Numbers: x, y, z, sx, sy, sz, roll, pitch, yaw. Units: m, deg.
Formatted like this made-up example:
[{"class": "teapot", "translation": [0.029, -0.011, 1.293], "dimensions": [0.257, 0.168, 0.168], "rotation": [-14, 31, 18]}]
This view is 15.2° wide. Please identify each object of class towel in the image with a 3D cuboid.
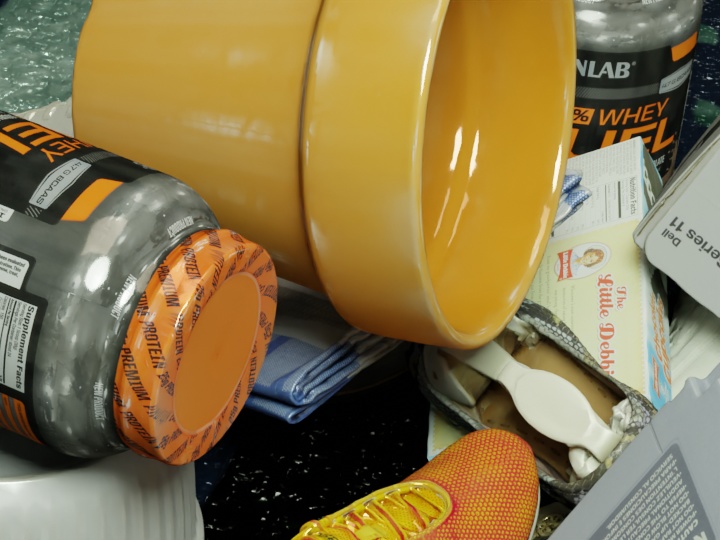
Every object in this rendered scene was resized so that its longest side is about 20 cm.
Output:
[{"class": "towel", "translation": [0.000, 0.000, 1.318], "dimensions": [0.200, 0.024, 0.147], "rotation": [-36, 27, -25]}]

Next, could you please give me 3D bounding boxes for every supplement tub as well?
[{"class": "supplement tub", "translation": [-0.144, 0.001, 1.138], "dimensions": [0.199, 0.123, 0.122], "rotation": [21, 36, 21]}, {"class": "supplement tub", "translation": [0.118, -0.104, 1.476], "dimensions": [0.122, 0.201, 0.123], "rotation": [4, 33, -3]}]

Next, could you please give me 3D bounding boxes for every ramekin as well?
[{"class": "ramekin", "translation": [-0.167, 0.089, 1.222], "dimensions": [0.199, 0.105, 0.201], "rotation": [4, 34, -3]}]

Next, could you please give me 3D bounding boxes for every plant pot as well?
[{"class": "plant pot", "translation": [-0.021, -0.077, 1.209], "dimensions": [0.182, 0.201, 0.200], "rotation": [8, 32, 22]}]

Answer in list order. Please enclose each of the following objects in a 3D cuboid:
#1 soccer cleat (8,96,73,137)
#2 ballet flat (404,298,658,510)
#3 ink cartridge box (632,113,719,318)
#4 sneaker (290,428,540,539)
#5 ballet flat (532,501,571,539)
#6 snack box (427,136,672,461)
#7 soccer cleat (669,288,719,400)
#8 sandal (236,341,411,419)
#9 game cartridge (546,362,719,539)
[{"class": "soccer cleat", "translation": [-0.145, -0.075, 1.491], "dimensions": [0.199, 0.087, 0.070], "rotation": [9, 33, 4]}, {"class": "ballet flat", "translation": [0.075, 0.051, 1.252], "dimensions": [0.072, 0.072, 0.200], "rotation": [-16, 33, -30]}, {"class": "ink cartridge box", "translation": [0.229, -0.019, 1.381], "dimensions": [0.146, 0.083, 0.200], "rotation": [40, 19, 2]}, {"class": "sneaker", "translation": [0.009, 0.129, 1.150], "dimensions": [0.073, 0.077, 0.200], "rotation": [28, 53, 31]}, {"class": "ballet flat", "translation": [0.116, 0.140, 1.196], "dimensions": [0.066, 0.057, 0.200], "rotation": [-42, 23, -3]}, {"class": "snack box", "translation": [0.096, 0.022, 1.363], "dimensions": [0.116, 0.037, 0.201], "rotation": [-17, 38, 18]}, {"class": "soccer cleat", "translation": [0.161, 0.065, 1.351], "dimensions": [0.077, 0.070, 0.200], "rotation": [4, 36, 1]}, {"class": "sandal", "translation": [-0.038, 0.028, 1.380], "dimensions": [0.199, 0.055, 0.082], "rotation": [-11, 37, -24]}, {"class": "game cartridge", "translation": [0.107, 0.146, 1.084], "dimensions": [0.041, 0.200, 0.133], "rotation": [25, 26, -29]}]
